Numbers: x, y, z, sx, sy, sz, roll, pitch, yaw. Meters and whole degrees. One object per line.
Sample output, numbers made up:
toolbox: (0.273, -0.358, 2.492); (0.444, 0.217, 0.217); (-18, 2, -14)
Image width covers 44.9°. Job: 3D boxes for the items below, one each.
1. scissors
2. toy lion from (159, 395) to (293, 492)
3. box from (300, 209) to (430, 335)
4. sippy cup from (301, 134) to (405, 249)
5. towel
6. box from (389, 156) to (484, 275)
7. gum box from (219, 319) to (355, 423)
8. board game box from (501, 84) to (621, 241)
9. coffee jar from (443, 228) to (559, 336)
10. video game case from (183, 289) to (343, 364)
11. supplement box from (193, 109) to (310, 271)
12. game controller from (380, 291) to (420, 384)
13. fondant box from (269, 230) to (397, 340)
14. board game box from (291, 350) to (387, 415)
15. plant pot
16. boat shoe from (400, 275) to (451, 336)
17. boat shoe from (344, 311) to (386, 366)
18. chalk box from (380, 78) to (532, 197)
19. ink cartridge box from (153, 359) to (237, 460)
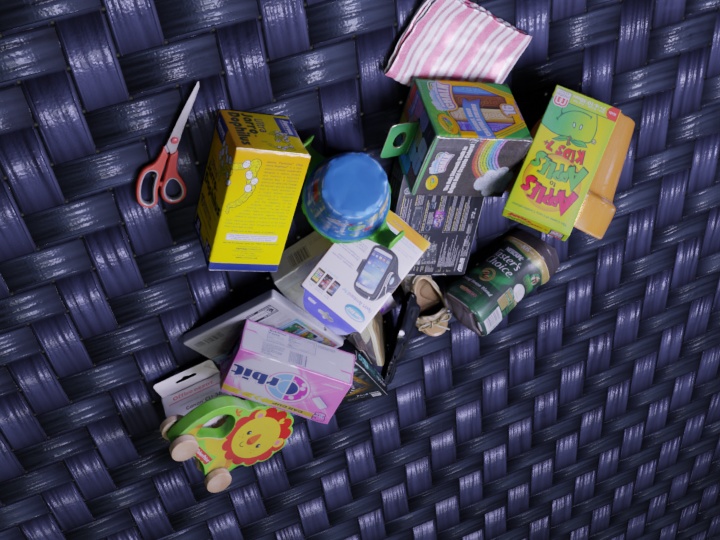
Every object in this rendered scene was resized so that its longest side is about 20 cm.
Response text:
scissors: (-0.268, -0.171, 1.205); (0.073, 0.014, 0.201); (0, 129, -23)
toy lion: (-0.212, 0.275, 1.479); (0.191, 0.069, 0.200); (-35, 138, -5)
box: (0.000, 0.000, 1.334); (0.119, 0.041, 0.200); (39, 85, -3)
sippy cup: (-0.015, -0.112, 1.255); (0.176, 0.130, 0.141); (11, 85, -6)
towel: (0.145, -0.313, 1.272); (0.199, 0.030, 0.147); (15, 120, -34)
box: (0.115, -0.089, 1.412); (0.159, 0.044, 0.201); (-1, 118, -24)
gum box: (-0.122, 0.163, 1.401); (0.199, 0.066, 0.114); (20, 131, -12)
board game box: (0.292, -0.156, 1.269); (0.048, 0.101, 0.201); (67, 47, -80)
coffee jar: (0.247, 0.016, 1.516); (0.200, 0.104, 0.086); (-39, 133, -16)
video game case: (-0.160, 0.115, 1.443); (0.199, 0.024, 0.182); (-26, 138, 27)
supplement box: (-0.159, -0.110, 1.242); (0.109, 0.109, 0.201); (2, 126, -26)
game controller: (0.063, 0.123, 1.522); (0.042, 0.105, 0.201); (24, 146, 8)
fondant box: (-0.044, 0.023, 1.444); (0.144, 0.058, 0.200); (-33, 135, 3)
board game box: (-0.069, 0.199, 1.516); (0.199, 0.028, 0.135); (-15, 143, 19)
plant pot: (0.335, -0.176, 1.378); (0.199, 0.200, 0.184); (20, 102, -36)
boat shoe: (0.115, 0.059, 1.544); (0.073, 0.063, 0.200); (-29, 134, 0)
boat shoe: (0.001, 0.090, 1.441); (0.065, 0.072, 0.201); (-4, 142, 10)
chalk box: (0.126, -0.194, 1.279); (0.198, 0.125, 0.125); (1, 142, -19)
ink cartridge box: (-0.267, 0.252, 1.516); (0.116, 0.068, 0.201); (-25, 137, -3)
